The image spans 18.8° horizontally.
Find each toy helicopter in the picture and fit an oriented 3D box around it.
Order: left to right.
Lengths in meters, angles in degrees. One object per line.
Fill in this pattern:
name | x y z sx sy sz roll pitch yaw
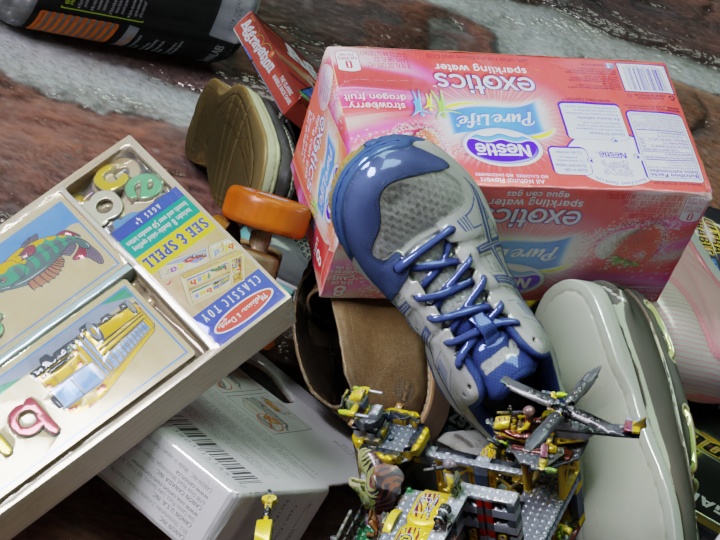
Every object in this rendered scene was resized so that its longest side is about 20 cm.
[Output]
toy helicopter | -0.109 -0.021 1.204 0.132 0.079 0.200 15 4 -11

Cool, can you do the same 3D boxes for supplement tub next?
supplement tub | -0.173 -0.215 1.465 0.199 0.123 0.123 9 31 -25

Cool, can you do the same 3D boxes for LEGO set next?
LEGO set | 0.025 0.109 0.981 0.153 0.116 0.200 15 43 29

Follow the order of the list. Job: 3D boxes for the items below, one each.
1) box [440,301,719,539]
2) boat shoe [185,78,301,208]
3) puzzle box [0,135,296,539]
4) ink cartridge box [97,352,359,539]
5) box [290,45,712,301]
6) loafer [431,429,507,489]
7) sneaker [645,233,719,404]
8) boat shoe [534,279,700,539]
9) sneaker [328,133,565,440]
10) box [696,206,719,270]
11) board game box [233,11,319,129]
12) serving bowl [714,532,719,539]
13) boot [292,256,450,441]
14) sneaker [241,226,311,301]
box | 0.159 0.096 1.251 0.200 0.049 0.160 30 27 14
boat shoe | -0.059 -0.076 1.323 0.065 0.073 0.200 14 14 -17
puzzle box | -0.147 0.035 1.032 0.200 0.025 0.133 -37 62 -18
ink cartridge box | -0.096 0.068 1.117 0.200 0.045 0.176 37 15 25
box | 0.073 -0.049 1.168 0.199 0.095 0.103 0 49 -18
loafer | 0.066 0.142 1.090 0.070 0.070 0.200 13 22 -7
sneaker | 0.149 0.002 1.273 0.104 0.076 0.200 2 37 -41
boat shoe | 0.147 0.101 1.137 0.060 0.072 0.202 1 69 -41
sneaker | 0.056 0.017 1.075 0.200 0.075 0.088 55 -2 -37
box | 0.281 0.035 1.445 0.198 0.050 0.200 15 30 -12
board game box | 0.003 -0.078 1.369 0.200 0.019 0.103 38 13 -40
serving bowl | 0.236 0.195 0.981 0.199 0.066 0.200 17 29 -10
boot | 0.000 0.000 1.195 0.075 0.074 0.201 26 43 -38
sneaker | 0.022 -0.023 1.308 0.199 0.091 0.078 5 30 -29
